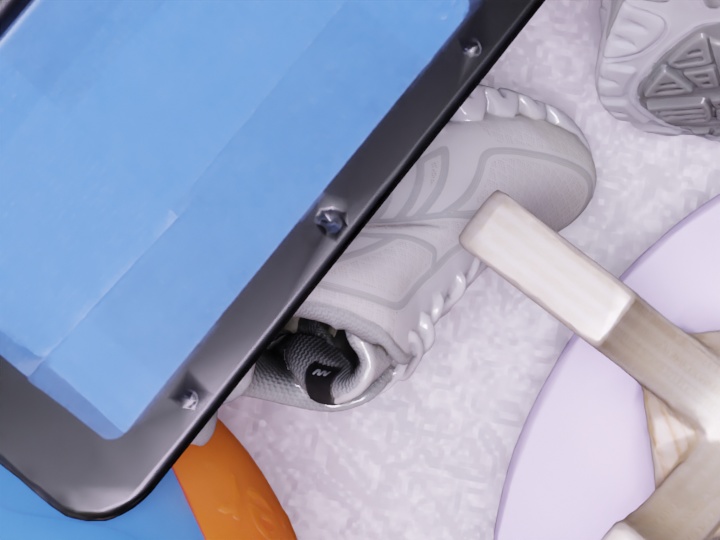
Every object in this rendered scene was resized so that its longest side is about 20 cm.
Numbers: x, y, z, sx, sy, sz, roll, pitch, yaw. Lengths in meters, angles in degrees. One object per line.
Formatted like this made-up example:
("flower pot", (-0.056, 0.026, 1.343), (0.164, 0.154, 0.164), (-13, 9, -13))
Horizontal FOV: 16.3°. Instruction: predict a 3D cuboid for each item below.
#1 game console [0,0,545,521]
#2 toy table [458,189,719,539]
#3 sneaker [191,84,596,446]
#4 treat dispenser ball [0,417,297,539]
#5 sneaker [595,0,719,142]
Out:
("game console", (-0.077, -0.073, 0.613), (0.116, 0.176, 0.200), (31, 79, 43))
("toy table", (0.111, 0.048, 0.711), (0.183, 0.117, 0.201), (26, 90, 14))
("sneaker", (0.000, 0.000, 0.722), (0.081, 0.200, 0.075), (52, 135, 24))
("treat dispenser ball", (-0.111, 0.113, 0.709), (0.200, 0.201, 0.202), (0, 91, 2))
("sneaker", (0.099, -0.112, 0.718), (0.078, 0.200, 0.100), (-2, 61, 15))
